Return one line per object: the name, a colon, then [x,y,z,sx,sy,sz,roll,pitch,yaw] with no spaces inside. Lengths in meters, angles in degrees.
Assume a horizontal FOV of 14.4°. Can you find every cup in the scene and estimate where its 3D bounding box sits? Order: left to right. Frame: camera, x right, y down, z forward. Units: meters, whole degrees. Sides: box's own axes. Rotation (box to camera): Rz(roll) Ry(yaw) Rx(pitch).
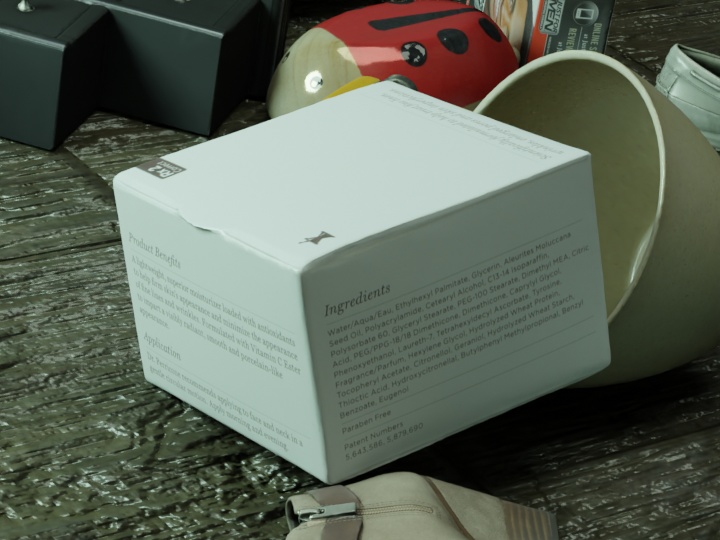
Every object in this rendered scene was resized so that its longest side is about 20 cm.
cup: [0.154,-0.013,1.701,0.143,0.201,0.200,20,16,-38]

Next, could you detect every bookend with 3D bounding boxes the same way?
bookend: [-0.173,-0.151,1.929,0.198,0.092,0.200,16,29,12]

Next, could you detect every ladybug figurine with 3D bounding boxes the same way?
ladybug figurine: [0.027,-0.141,1.988,0.200,0.072,0.136,-15,34,-32]

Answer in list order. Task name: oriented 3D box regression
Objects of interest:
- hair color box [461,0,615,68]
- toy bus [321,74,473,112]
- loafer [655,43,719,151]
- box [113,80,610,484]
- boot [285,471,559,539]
hair color box: [0.130,-0.200,2.118,0.061,0.102,0.200,3,27,-13]
toy bus: [0.069,-0.061,1.852,0.200,0.078,0.065,20,30,20]
loafer: [0.309,-0.114,2.046,0.199,0.070,0.070,11,27,3]
box: [0.000,0.000,1.582,0.200,0.131,0.199,-21,27,-29]
boot: [0.031,0.169,1.420,0.146,0.070,0.200,1,26,-3]
